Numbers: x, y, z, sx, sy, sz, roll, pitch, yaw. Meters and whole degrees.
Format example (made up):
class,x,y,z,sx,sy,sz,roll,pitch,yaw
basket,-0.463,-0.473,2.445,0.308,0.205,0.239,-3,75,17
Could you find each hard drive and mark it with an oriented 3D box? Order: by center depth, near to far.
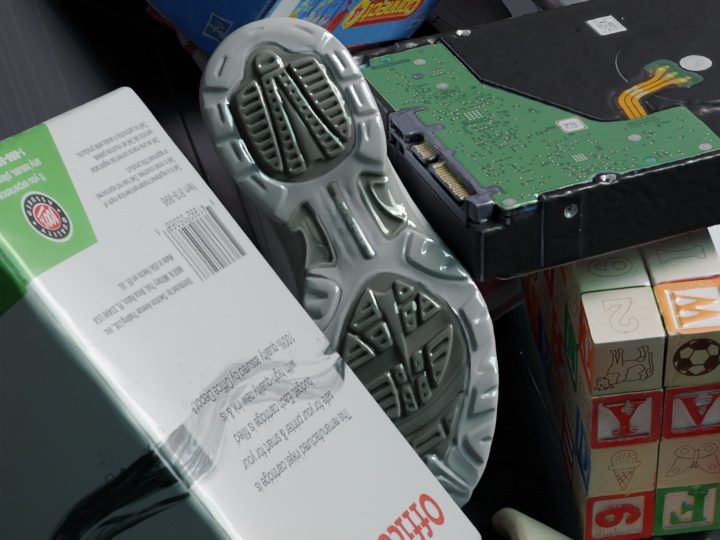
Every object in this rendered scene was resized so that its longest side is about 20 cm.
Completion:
class,x,y,z,sx,sy,sz,roll,pitch,yaw
hard drive,0.107,-0.062,1.162,0.199,0.038,0.140,-14,34,-20

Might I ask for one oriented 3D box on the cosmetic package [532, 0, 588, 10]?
class,x,y,z,sx,sy,sz,roll,pitch,yaw
cosmetic package,0.098,-0.144,1.354,0.151,0.052,0.200,40,4,19

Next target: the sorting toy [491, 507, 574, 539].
class,x,y,z,sx,sy,sz,roll,pitch,yaw
sorting toy,0.140,0.194,1.154,0.185,0.036,0.201,29,32,-41

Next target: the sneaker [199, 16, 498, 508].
class,x,y,z,sx,sy,sz,roll,pitch,yaw
sneaker,0.000,0.000,1.126,0.099,0.078,0.201,107,-37,-87

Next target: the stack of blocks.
class,x,y,z,sx,sy,sz,roll,pitch,yaw
stack of blocks,0.105,0.000,1.210,0.200,0.058,0.116,-101,-173,-47

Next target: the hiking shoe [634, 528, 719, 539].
class,x,y,z,sx,sy,sz,roll,pitch,yaw
hiking shoe,0.197,0.129,1.225,0.200,0.075,0.087,33,4,34

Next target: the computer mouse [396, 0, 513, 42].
class,x,y,z,sx,sy,sz,roll,pitch,yaw
computer mouse,0.025,-0.150,1.427,0.200,0.044,0.110,46,23,-11

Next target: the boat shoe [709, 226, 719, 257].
class,x,y,z,sx,sy,sz,roll,pitch,yaw
boat shoe,0.123,-0.049,1.420,0.068,0.073,0.200,42,25,-30

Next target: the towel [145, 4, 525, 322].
class,x,y,z,sx,sy,sz,roll,pitch,yaw
towel,-0.004,-0.054,1.266,0.200,0.030,0.146,55,23,4

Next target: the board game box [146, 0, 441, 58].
class,x,y,z,sx,sy,sz,roll,pitch,yaw
board game box,-0.070,-0.176,1.228,0.200,0.056,0.196,43,21,13

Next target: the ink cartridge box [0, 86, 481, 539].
class,x,y,z,sx,sy,sz,roll,pitch,yaw
ink cartridge box,-0.067,0.054,0.925,0.200,0.083,0.147,52,23,2
